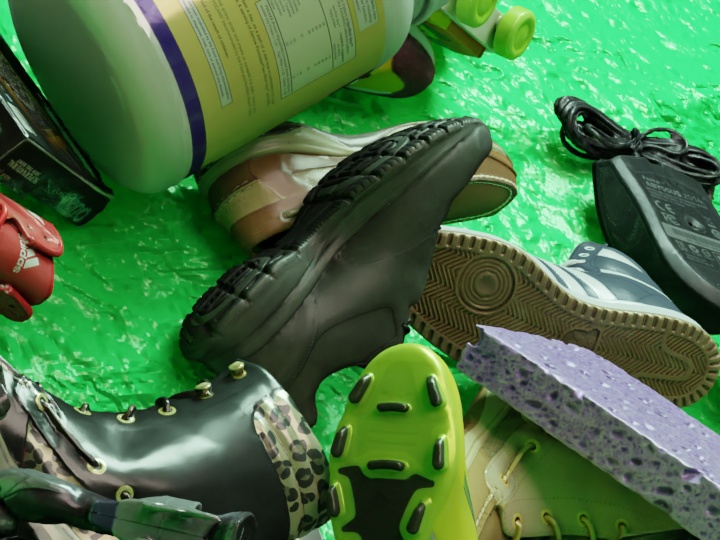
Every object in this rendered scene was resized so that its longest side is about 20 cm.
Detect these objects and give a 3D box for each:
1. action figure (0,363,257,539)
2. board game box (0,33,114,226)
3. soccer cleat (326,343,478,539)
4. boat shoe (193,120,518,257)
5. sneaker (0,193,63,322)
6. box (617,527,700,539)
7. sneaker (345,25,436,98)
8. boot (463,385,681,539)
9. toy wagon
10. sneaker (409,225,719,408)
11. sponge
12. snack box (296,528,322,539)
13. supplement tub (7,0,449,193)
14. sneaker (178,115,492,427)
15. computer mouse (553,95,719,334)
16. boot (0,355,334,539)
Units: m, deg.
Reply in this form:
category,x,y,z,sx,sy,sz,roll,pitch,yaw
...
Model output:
category,x,y,z,sx,sy,sz,roll,pitch,yaw
action figure,-0.145,0.101,1.011,0.200,0.130,0.069,15,6,6
board game box,-0.204,-0.118,1.237,0.200,0.028,0.135,54,3,17
soccer cleat,0.029,0.135,1.141,0.084,0.065,0.200,16,67,-67
boat shoe,0.002,-0.033,1.369,0.200,0.076,0.074,-2,59,-34
sneaker,-0.177,-0.027,1.108,0.115,0.078,0.200,28,1,-15
box,0.130,0.238,1.152,0.200,0.046,0.159,-45,115,-49
sneaker,-0.043,-0.121,1.423,0.200,0.075,0.090,21,62,-32
boot,0.105,0.140,1.254,0.155,0.073,0.200,27,30,3
toy wagon,0.030,-0.170,1.507,0.155,0.040,0.200,28,-1,25
sneaker,0.094,0.014,1.383,0.200,0.070,0.109,20,15,-17
sponge,0.151,0.091,1.242,0.200,0.030,0.112,35,13,37
snack box,-0.039,0.168,1.152,0.072,0.024,0.200,9,47,-35
supplement tub,-0.064,-0.145,1.283,0.200,0.145,0.145,-31,74,-22
sneaker,0.000,0.000,1.278,0.200,0.076,0.091,-43,106,-15
computer mouse,0.190,-0.021,1.549,0.138,0.053,0.200,20,30,-30
boot,-0.116,0.071,1.117,0.154,0.073,0.204,-31,83,-40
